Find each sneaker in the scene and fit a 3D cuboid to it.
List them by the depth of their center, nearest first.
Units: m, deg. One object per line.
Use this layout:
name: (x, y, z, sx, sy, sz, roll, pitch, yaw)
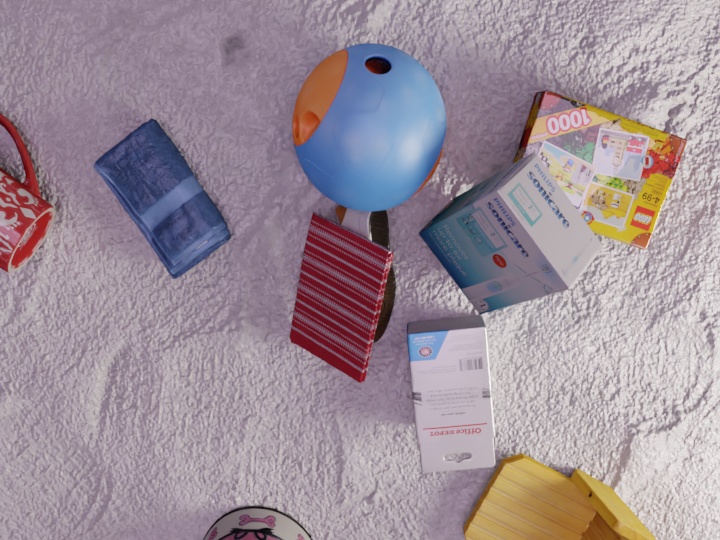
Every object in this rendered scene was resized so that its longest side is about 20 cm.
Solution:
sneaker: (0.000, 0.000, 1.040, 0.083, 0.072, 0.206, 11, 111, 35)

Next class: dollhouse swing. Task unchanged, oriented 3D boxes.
dollhouse swing: (0.272, 0.397, 1.045, 0.173, 0.182, 0.203, 24, 102, -23)

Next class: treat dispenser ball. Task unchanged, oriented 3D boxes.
treat dispenser ball: (0.011, -0.179, 0.926, 0.194, 0.201, 0.207, 1, 101, 3)

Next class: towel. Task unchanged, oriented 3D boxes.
towel: (-0.030, 0.039, 1.013, 0.142, 0.022, 0.205, 26, 116, 29)
towel: (-0.276, -0.101, 1.033, 0.110, 0.049, 0.203, -33, 97, 7)

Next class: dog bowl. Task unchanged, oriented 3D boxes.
dog bowl: (-0.161, 0.472, 1.121, 0.194, 0.074, 0.207, 1, 101, 3)

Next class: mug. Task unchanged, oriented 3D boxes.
mug: (-0.524, -0.114, 1.004, 0.198, 0.134, 0.179, 34, 102, -7)

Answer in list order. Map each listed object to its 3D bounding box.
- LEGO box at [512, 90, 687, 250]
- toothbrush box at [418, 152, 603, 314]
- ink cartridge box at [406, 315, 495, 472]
LEGO box: (0.305, -0.134, 0.982, 0.195, 0.077, 0.153, 18, 101, -1)
toothbrush box: (0.186, -0.039, 0.940, 0.085, 0.199, 0.148, -42, 98, -26)
ink cartridge box: (0.130, 0.176, 1.054, 0.112, 0.067, 0.206, -5, 100, 3)
